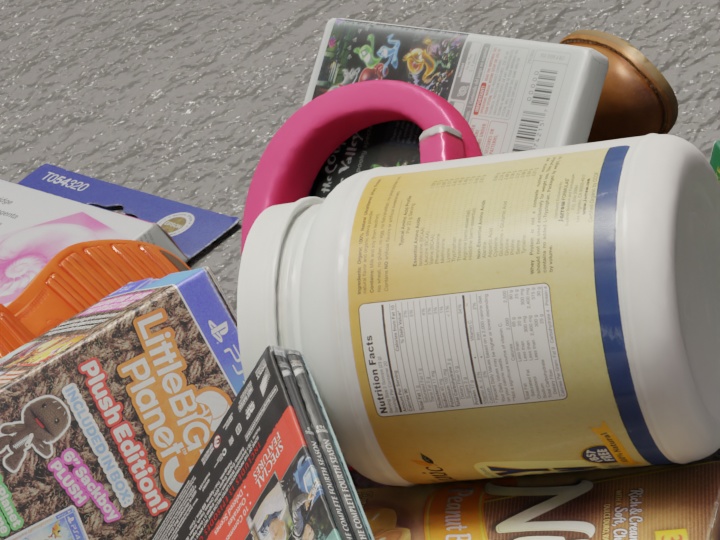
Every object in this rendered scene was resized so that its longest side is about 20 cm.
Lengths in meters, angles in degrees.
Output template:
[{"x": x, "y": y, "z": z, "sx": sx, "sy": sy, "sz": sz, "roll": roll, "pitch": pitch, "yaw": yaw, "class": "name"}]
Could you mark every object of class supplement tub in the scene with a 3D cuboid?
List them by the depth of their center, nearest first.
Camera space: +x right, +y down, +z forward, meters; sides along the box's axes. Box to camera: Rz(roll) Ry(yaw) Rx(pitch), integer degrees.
[{"x": 0.059, "y": 0.020, "z": 1.279, "sx": 0.199, "sy": 0.145, "sz": 0.145, "roll": -6, "pitch": 33, "yaw": 21, "class": "supplement tub"}]

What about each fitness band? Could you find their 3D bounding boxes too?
[{"x": 0.000, "y": 0.000, "z": 1.432, "sx": 0.143, "sy": 0.037, "sz": 0.201, "roll": -18, "pitch": 63, "yaw": 36, "class": "fitness band"}]

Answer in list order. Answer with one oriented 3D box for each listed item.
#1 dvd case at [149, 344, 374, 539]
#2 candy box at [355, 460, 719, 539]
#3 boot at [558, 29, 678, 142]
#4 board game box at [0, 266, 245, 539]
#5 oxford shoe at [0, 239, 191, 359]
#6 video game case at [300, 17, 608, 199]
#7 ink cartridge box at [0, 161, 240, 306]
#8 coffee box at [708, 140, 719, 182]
[{"x": -0.038, "y": 0.150, "z": 1.199, "sx": 0.022, "sy": 0.146, "sz": 0.200, "roll": 13, "pitch": 34, "yaw": -29, "class": "dvd case"}, {"x": 0.063, "y": 0.143, "z": 1.255, "sx": 0.199, "sy": 0.055, "sz": 0.116, "roll": -7, "pitch": 31, "yaw": 22, "class": "candy box"}, {"x": 0.065, "y": -0.047, "z": 1.503, "sx": 0.155, "sy": 0.077, "sz": 0.200, "roll": -43, "pitch": 19, "yaw": -27, "class": "boot"}, {"x": -0.151, "y": 0.091, "z": 1.368, "sx": 0.200, "sy": 0.097, "sz": 0.159, "roll": -31, "pitch": 6, "yaw": -17, "class": "board game box"}, {"x": -0.162, "y": 0.041, "z": 1.538, "sx": 0.071, "sy": 0.073, "sz": 0.200, "roll": 47, "pitch": 40, "yaw": 14, "class": "oxford shoe"}, {"x": 0.026, "y": -0.024, "z": 1.458, "sx": 0.181, "sy": 0.023, "sz": 0.201, "roll": 11, "pitch": 83, "yaw": 43, "class": "video game case"}, {"x": -0.204, "y": -0.007, "z": 1.669, "sx": 0.196, "sy": 0.043, "sz": 0.200, "roll": 15, "pitch": 47, "yaw": 45, "class": "ink cartridge box"}, {"x": 0.246, "y": 0.003, "z": 1.342, "sx": 0.122, "sy": 0.044, "sz": 0.200, "roll": 2, "pitch": 27, "yaw": -18, "class": "coffee box"}]
